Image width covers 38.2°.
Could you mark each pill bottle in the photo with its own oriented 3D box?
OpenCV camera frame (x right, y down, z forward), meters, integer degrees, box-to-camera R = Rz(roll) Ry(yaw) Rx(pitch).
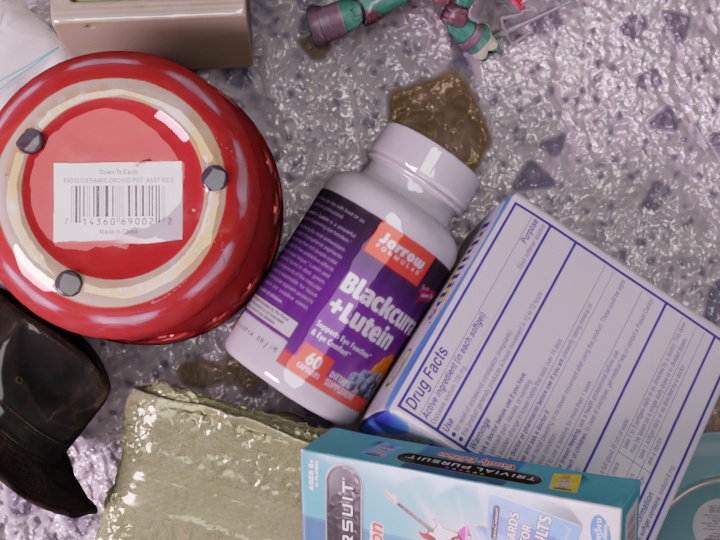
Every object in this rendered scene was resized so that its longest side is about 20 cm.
[{"bbox_3d":[0.000,0.000,0.745,0.111,0.111,0.201,32,87,-2],"label":"pill bottle"}]

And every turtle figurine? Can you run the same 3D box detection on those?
[{"bbox_3d":[0.053,-0.231,0.766,0.199,0.101,0.151,-10,89,2],"label":"turtle figurine"}]

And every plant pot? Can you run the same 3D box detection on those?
[{"bbox_3d":[-0.152,-0.049,0.706,0.199,0.183,0.202,0,86,-3],"label":"plant pot"}]

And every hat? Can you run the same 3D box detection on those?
[{"bbox_3d":[-0.223,0.069,0.698,0.081,0.201,0.201,-42,91,-8],"label":"hat"}]

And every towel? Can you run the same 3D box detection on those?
[{"bbox_3d":[-0.074,0.164,0.704,0.199,0.036,0.149,16,99,-3],"label":"towel"}]

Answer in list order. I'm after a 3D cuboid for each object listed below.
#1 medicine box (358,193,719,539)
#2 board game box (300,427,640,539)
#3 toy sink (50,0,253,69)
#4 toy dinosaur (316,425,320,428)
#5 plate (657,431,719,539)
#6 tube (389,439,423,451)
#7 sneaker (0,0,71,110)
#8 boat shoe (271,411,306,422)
[{"bbox_3d":[0.132,0.083,0.733,0.199,0.103,0.183,33,69,-1],"label":"medicine box"},{"bbox_3d":[0.061,0.187,0.622,0.199,0.047,0.152,5,102,27],"label":"board game box"},{"bbox_3d":[-0.146,-0.253,0.732,0.129,0.112,0.201,-3,81,-4],"label":"toy sink"},{"bbox_3d":[-0.015,0.208,0.767,0.106,0.060,0.200,-44,113,-8],"label":"toy dinosaur"},{"bbox_3d":[0.280,0.226,0.800,0.199,0.026,0.202,0,89,-2],"label":"plate"},{"bbox_3d":[0.073,0.185,0.708,0.077,0.201,0.051,6,45,23],"label":"tube"},{"bbox_3d":[-0.288,-0.103,0.753,0.080,0.070,0.201,40,86,-3],"label":"sneaker"},{"bbox_3d":[-0.116,0.179,0.758,0.200,0.065,0.071,-44,92,-3],"label":"boat shoe"}]
